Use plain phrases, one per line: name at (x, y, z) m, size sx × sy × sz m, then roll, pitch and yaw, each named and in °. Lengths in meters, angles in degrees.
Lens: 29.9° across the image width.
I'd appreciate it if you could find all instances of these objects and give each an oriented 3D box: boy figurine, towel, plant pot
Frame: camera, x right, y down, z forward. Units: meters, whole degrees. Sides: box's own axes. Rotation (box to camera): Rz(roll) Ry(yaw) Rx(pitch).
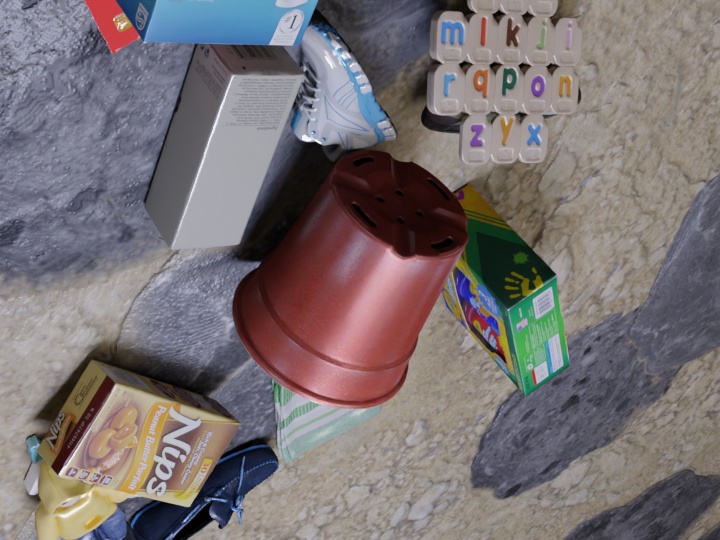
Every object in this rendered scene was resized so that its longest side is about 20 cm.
boy figurine at (-0.300, 0.263, 1.484) m, size 0.124 × 0.064 × 0.200 m, roll -26°, pitch 147°, yaw -12°
towel at (-0.038, 0.147, 1.654) m, size 0.152 × 0.023 × 0.200 m, roll -25°, pitch 144°, yaw -18°
plant pot at (0.000, 0.000, 1.342) m, size 0.200 × 0.201 × 0.195 m, roll -5°, pitch 141°, yaw -38°

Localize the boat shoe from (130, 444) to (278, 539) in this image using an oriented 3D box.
boat shoe at (-0.181, 0.292, 1.654) m, size 0.200 × 0.069 × 0.084 m, roll -34°, pitch 146°, yaw -5°

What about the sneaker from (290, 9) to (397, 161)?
sneaker at (-0.032, -0.162, 1.262) m, size 0.087 × 0.075 × 0.200 m, roll -31°, pitch 145°, yaw 1°

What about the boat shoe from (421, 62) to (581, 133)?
boat shoe at (0.144, -0.179, 1.406) m, size 0.201 × 0.072 × 0.066 m, roll -11°, pitch 161°, yaw -39°

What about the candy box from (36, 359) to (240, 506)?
candy box at (-0.234, 0.178, 1.447) m, size 0.200 × 0.055 × 0.116 m, roll 27°, pitch 97°, yaw -49°

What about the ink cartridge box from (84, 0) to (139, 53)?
ink cartridge box at (-0.156, -0.265, 1.052) m, size 0.161 × 0.050 × 0.200 m, roll -32°, pitch 143°, yaw -8°

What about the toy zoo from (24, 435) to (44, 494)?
toy zoo at (-0.283, 0.199, 1.498) m, size 0.200 × 0.020 × 0.131 m, roll 13°, pitch 121°, yaw -49°

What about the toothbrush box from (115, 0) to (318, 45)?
toothbrush box at (-0.086, -0.271, 0.993) m, size 0.146 × 0.085 × 0.200 m, roll -7°, pitch 139°, yaw -37°

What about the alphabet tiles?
alphabet tiles at (0.145, -0.204, 1.339) m, size 0.200 × 0.015 × 0.196 m, roll -6°, pitch 103°, yaw -37°

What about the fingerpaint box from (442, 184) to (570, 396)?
fingerpaint box at (0.157, 0.026, 1.561) m, size 0.073 × 0.167 × 0.200 m, roll -33°, pitch 146°, yaw -10°

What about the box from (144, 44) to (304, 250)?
box at (-0.127, -0.116, 1.230) m, size 0.082 × 0.068 × 0.200 m, roll -5°, pitch 134°, yaw -38°
